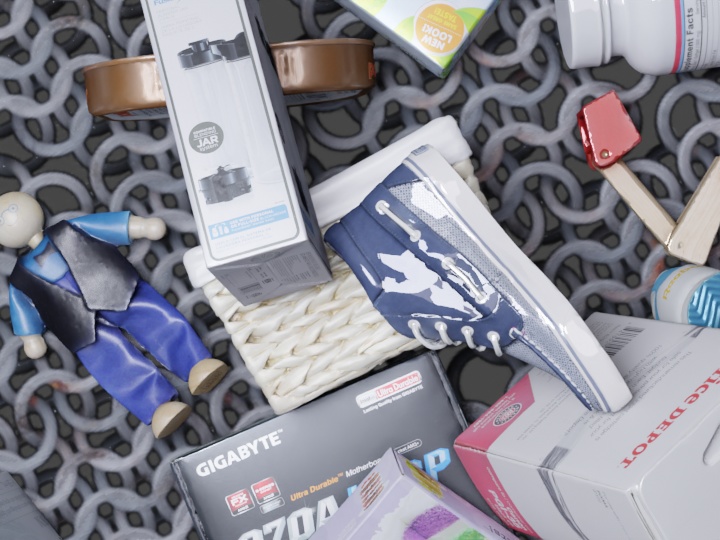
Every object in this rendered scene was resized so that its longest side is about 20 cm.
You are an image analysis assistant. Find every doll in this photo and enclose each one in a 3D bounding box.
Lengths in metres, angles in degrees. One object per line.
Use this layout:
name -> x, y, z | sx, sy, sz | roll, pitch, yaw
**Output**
doll -> -0.181, 0.018, 1.137 | 0.200, 0.048, 0.137 | 43, 97, 9

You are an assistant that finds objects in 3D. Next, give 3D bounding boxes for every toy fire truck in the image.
toy fire truck -> 0.249, -0.049, 1.127 | 0.141, 0.049, 0.201 | -26, 88, 1

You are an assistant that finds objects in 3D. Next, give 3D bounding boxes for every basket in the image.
basket -> 0.000, 0.000, 1.090 | 0.199, 0.136, 0.124 | -28, 89, 0

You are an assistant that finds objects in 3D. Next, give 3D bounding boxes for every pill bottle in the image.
pill bottle -> 0.235, -0.191, 1.104 | 0.199, 0.109, 0.109 | -8, 87, 2

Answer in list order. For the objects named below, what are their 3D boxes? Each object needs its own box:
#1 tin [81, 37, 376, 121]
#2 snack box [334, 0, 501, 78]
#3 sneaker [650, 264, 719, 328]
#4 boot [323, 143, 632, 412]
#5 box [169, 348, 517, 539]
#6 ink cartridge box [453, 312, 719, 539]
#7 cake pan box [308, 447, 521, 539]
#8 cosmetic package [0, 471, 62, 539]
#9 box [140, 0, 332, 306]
tin -> -0.088, -0.128, 1.109 | 0.199, 0.112, 0.042 | -5, 87, 2
snack box -> 0.019, -0.250, 1.140 | 0.200, 0.053, 0.142 | 36, 90, 3
sneaker -> 0.267, 0.078, 1.111 | 0.076, 0.081, 0.200 | -34, 107, -9
boot -> 0.069, 0.026, 0.992 | 0.090, 0.073, 0.200 | -40, 79, -1
box -> -0.008, 0.163, 1.126 | 0.199, 0.046, 0.160 | -23, 89, 1
ink cartridge box -> 0.174, 0.106, 1.025 | 0.146, 0.200, 0.083 | -39, 109, -19
cake pan box -> 0.029, 0.245, 1.081 | 0.184, 0.052, 0.200 | 39, 99, -15
cosmetic package -> -0.233, 0.248, 1.053 | 0.123, 0.199, 0.200 | -39, 87, 0
box -> -0.076, -0.090, 0.979 | 0.060, 0.117, 0.201 | -16, 75, 3
